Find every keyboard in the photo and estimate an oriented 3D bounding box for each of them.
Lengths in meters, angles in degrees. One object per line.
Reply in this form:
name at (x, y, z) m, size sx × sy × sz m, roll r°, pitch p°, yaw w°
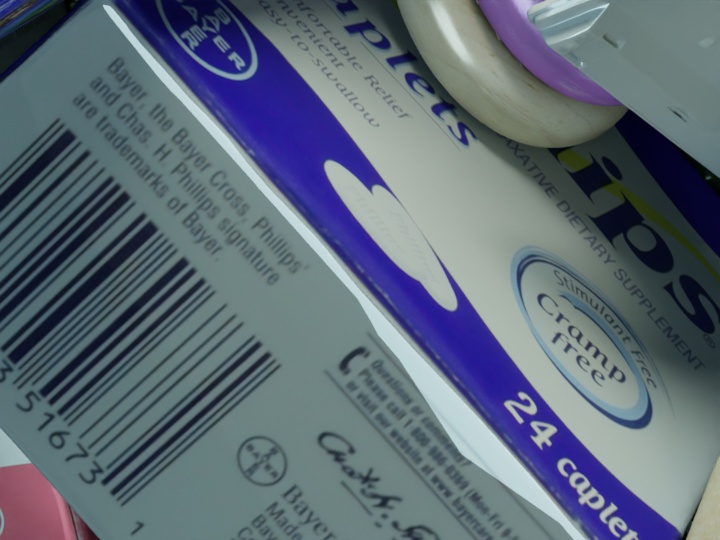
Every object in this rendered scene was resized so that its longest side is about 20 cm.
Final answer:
keyboard at (0.105, -0.040, 0.724) m, size 0.056 × 0.200 × 0.011 m, roll -26°, pitch 65°, yaw 20°

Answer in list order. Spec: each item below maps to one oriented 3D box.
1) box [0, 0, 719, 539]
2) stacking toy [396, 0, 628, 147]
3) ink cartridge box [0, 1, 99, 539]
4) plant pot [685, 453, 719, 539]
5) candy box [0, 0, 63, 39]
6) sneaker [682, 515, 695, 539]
box at (0.000, 0.000, 0.752) m, size 0.105 × 0.200 × 0.184 m, roll -40°, pitch 93°, yaw 26°
stacking toy at (0.099, -0.100, 0.679) m, size 0.199 × 0.085 × 0.086 m, roll -25°, pitch 100°, yaw 43°
ink cartridge box at (-0.150, -0.010, 0.862) m, size 0.145 × 0.085 × 0.201 m, roll -7°, pitch 108°, yaw 20°
plant pot at (0.188, 0.053, 0.639) m, size 0.199 × 0.178 × 0.200 m, roll 18°, pitch 156°, yaw -20°
candy box at (-0.068, -0.111, 0.709) m, size 0.169 × 0.200 × 0.077 m, roll -25°, pitch 99°, yaw 49°
sneaker at (0.140, 0.062, 0.804) m, size 0.081 × 0.075 × 0.200 m, roll 26°, pitch 127°, yaw -23°
